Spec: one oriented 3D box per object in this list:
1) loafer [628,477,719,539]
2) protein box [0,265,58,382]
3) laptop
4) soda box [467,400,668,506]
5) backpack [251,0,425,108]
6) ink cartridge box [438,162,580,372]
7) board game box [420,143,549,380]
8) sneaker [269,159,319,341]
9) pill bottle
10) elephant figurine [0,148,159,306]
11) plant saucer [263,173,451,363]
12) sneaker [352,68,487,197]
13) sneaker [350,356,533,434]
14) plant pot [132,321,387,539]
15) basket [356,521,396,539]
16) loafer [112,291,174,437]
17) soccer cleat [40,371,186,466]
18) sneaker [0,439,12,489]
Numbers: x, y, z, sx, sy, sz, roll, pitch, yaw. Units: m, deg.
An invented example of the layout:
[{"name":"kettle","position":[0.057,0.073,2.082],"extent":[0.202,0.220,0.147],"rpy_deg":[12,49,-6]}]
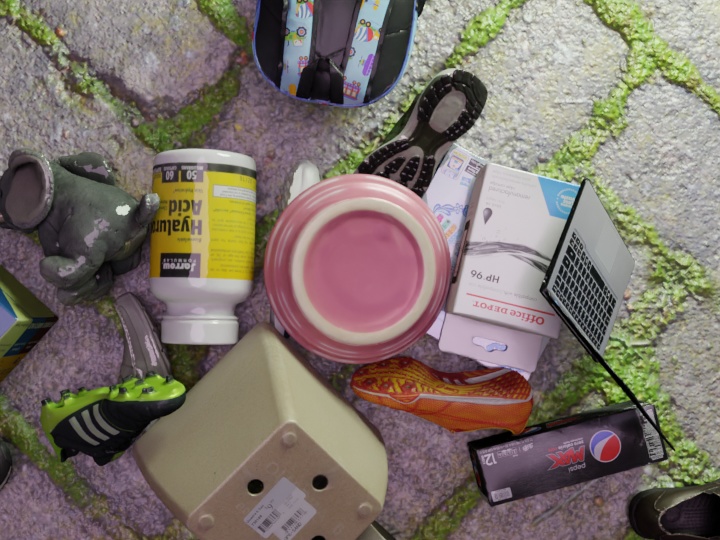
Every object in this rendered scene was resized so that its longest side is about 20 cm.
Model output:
[{"name":"loafer","position":[0.399,0.265,0.986],"extent":[0.199,0.071,0.073],"rpy_deg":[-11,88,-1]},{"name":"protein box","position":[-0.473,0.060,0.947],"extent":[0.198,0.135,0.200],"rpy_deg":[42,87,1]},{"name":"laptop","position":[0.268,0.046,0.906],"extent":[0.116,0.187,0.200],"rpy_deg":[12,71,36]},{"name":"soda box","position":[0.222,0.196,0.986],"extent":[0.199,0.071,0.064],"rpy_deg":[-14,87,-2]},{"name":"backpack","position":[-0.024,-0.267,0.971],"extent":[0.182,0.135,0.201],"rpy_deg":[8,87,-1]},{"name":"ink cartridge box","position":[0.160,0.001,0.952],"extent":[0.116,0.068,0.201],"rpy_deg":[13,88,-1]},{"name":"board game box","position":[0.138,-0.006,1.008],"extent":[0.200,0.043,0.199],"rpy_deg":[29,87,0]},{"name":"sneaker","position":[-0.054,-0.020,0.997],"extent":[0.080,0.076,0.201],"rpy_deg":[3,95,-8]},{"name":"pill bottle","position":[-0.168,-0.023,0.969],"extent":[0.111,0.111,0.201],"rpy_deg":[1,88,-1]},{"name":"elephant figurine","position":[-0.326,-0.073,0.959],"extent":[0.155,0.142,0.200],"rpy_deg":[-39,80,-17]},{"name":"plant saucer","position":[0.000,0.000,0.943],"extent":[0.200,0.051,0.201],"rpy_deg":[-1,94,-8]},{"name":"sneaker","position":[0.061,-0.144,1.003],"extent":[0.077,0.089,0.200],"rpy_deg":[39,111,-15]},{"name":"sneaker","position":[0.084,0.144,0.984],"extent":[0.199,0.073,0.077],"rpy_deg":[8,124,14]},{"name":"plant pot","position":[-0.086,0.205,0.901],"extent":[0.200,0.177,0.200],"rpy_deg":[-44,109,-2]},{"name":"basket","position":[-0.027,0.363,0.947],"extent":[0.180,0.136,0.200],"rpy_deg":[44,83,-12]},{"name":"loafer","position":[-0.235,0.123,0.982],"extent":[0.070,0.070,0.200],"rpy_deg":[-19,88,-10]},{"name":"soccer cleat","position":[-0.248,0.155,0.932],"extent":[0.200,0.067,0.081],"rpy_deg":[-13,98,33]},{"name":"sneaker","position":[-0.467,0.241,0.969],"extent":[0.200,0.079,0.074],"rpy_deg":[-26,86,-3]}]
